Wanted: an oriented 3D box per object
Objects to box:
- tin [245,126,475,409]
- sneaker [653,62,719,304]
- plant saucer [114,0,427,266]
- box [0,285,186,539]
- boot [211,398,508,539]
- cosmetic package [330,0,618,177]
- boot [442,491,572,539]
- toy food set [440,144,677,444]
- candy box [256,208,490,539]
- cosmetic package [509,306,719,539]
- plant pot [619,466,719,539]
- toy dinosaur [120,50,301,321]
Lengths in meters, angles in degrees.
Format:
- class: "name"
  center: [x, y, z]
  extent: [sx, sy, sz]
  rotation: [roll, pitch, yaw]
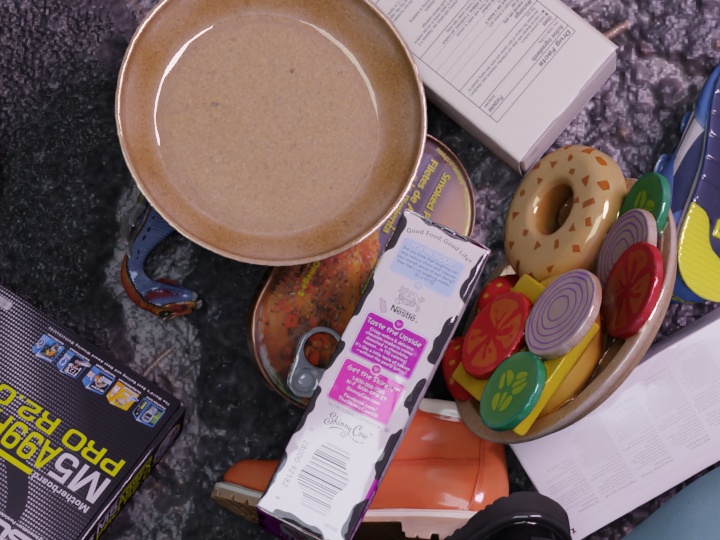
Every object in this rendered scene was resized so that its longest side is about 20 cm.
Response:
- class: "tin"
  center: [0.000, 0.000, 1.244]
  extent: [0.112, 0.042, 0.200]
  rotation: [29, 84, -9]
- class: "sneaker"
  center: [0.230, -0.065, 1.220]
  extent: [0.074, 0.082, 0.200]
  rotation: [32, 66, -13]
- class: "plant saucer"
  center: [-0.058, -0.098, 1.196]
  extent: [0.200, 0.035, 0.200]
  rotation: [2, 79, -11]
- class: "box"
  center: [-0.242, 0.104, 1.246]
  extent: [0.200, 0.044, 0.160]
  rotation: [32, 58, 10]
- class: "boot"
  center: [0.003, 0.131, 1.243]
  extent: [0.200, 0.075, 0.107]
  rotation: [3, 70, 10]
- class: "cosmetic package"
  center: [0.065, -0.166, 1.254]
  extent: [0.200, 0.071, 0.105]
  rotation: [42, 90, 9]
- class: "boot"
  center: [0.062, 0.250, 1.141]
  extent: [0.079, 0.158, 0.211]
  rotation: [23, 125, -22]
- class: "toy food set"
  center: [0.124, 0.018, 1.178]
  extent: [0.049, 0.198, 0.200]
  rotation: [34, 92, -26]
- class: "candy box"
  center: [0.006, 0.075, 1.144]
  extent: [0.061, 0.136, 0.200]
  rotation: [25, 78, 3]
- class: "cosmetic package"
  center: [0.202, 0.092, 1.214]
  extent: [0.200, 0.051, 0.083]
  rotation: [-30, 91, 7]
- class: "plant pot"
  center: [0.243, 0.211, 1.145]
  extent: [0.188, 0.200, 0.200]
  rotation: [-24, 82, 20]
- class: "toy dinosaur"
  center: [-0.101, -0.060, 1.281]
  extent: [0.105, 0.200, 0.181]
  rotation: [34, 119, -19]
